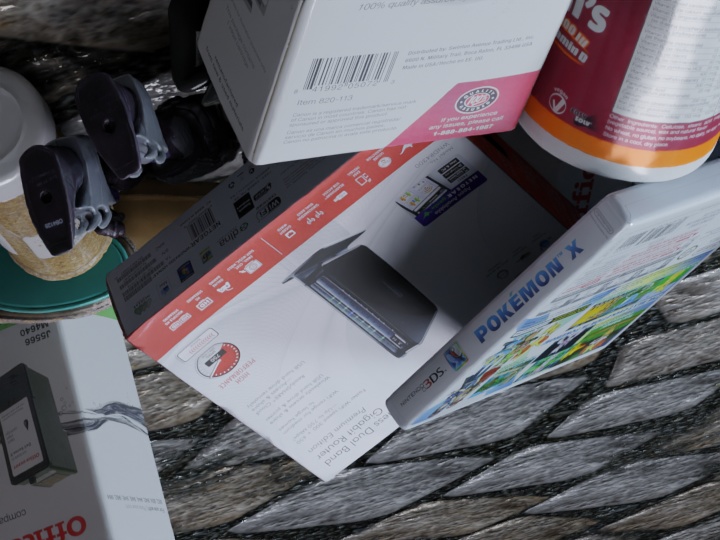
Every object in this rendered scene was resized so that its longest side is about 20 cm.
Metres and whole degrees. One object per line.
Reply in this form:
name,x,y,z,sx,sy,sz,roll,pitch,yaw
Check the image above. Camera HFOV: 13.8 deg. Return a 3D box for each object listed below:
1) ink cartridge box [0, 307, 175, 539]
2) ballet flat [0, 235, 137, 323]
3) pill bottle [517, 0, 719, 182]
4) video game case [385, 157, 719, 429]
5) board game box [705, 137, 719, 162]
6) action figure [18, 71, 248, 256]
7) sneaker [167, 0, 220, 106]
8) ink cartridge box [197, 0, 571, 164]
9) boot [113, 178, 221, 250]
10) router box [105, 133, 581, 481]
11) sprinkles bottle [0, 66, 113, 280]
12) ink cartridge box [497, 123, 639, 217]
ink cartridge box,-0.216,0.104,1.860,0.145,0.201,0.084,-22,163,21
ballet flat,-0.221,0.002,1.743,0.199,0.068,0.067,-1,172,9
pill bottle,0.144,-0.149,1.391,0.109,0.110,0.201,-7,134,-28
video game case,0.126,0.003,1.521,0.182,0.022,0.200,-44,165,35
board game box,0.259,-0.124,1.522,0.199,0.041,0.200,-29,174,-23
action figure,-0.106,-0.060,1.535,0.130,0.070,0.200,-32,174,21
sneaker,-0.034,-0.118,1.515,0.114,0.077,0.199,-16,162,8
ink cartridge box,0.024,-0.149,1.338,0.146,0.083,0.200,-8,143,-25
boot,-0.040,-0.003,1.740,0.199,0.066,0.175,-4,139,34
router box,0.000,0.000,1.539,0.200,0.049,0.179,-38,135,14
sprinkles bottle,-0.183,-0.050,1.608,0.068,0.069,0.200,-16,165,2
ink cartridge box,0.171,-0.092,1.654,0.199,0.083,0.147,-7,120,-30
